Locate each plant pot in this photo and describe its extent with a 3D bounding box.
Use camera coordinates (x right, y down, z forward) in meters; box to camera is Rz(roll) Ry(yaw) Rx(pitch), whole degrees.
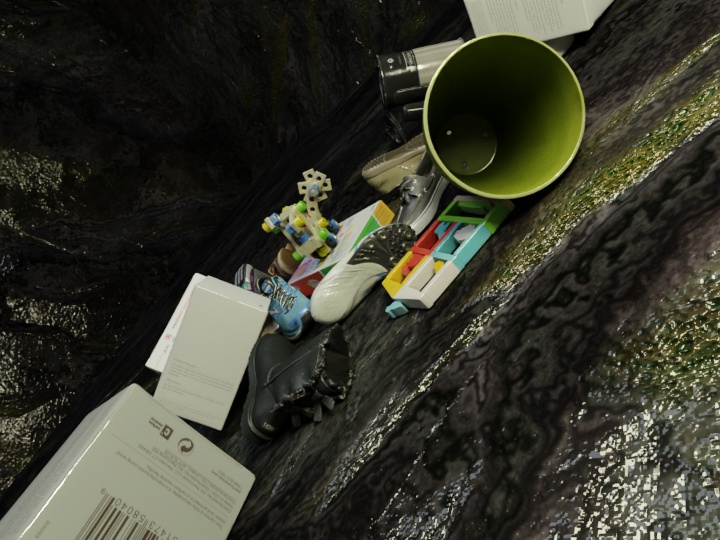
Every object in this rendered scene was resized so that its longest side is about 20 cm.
[{"bbox_3d":[0.159,-0.180,0.740,0.187,0.187,0.200,-47,4,0],"label":"plant pot"}]

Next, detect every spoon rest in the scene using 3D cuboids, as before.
[{"bbox_3d":[0.310,-0.403,1.037,0.099,0.061,0.200,-47,32,2],"label":"spoon rest"}]

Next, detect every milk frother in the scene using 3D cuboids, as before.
[{"bbox_3d":[0.139,-0.383,1.247,0.188,0.181,0.200,-11,-11,0],"label":"milk frother"}]

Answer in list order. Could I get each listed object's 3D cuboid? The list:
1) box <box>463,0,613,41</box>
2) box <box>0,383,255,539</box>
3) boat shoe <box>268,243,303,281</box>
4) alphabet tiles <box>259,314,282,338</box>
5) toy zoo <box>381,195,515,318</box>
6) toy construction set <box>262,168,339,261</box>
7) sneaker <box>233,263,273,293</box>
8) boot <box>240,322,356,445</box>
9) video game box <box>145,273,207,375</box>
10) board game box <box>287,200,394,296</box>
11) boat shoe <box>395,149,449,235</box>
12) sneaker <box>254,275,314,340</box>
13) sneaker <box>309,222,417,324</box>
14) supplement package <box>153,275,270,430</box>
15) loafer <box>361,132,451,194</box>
[{"bbox_3d":[0.308,-0.466,0.958,0.200,0.106,0.152,4,43,45],"label":"box"},{"bbox_3d":[-0.275,0.284,0.659,0.171,0.199,0.200,-31,22,39],"label":"box"},{"bbox_3d":[-0.155,-0.005,1.193,0.072,0.072,0.200,-54,12,7],"label":"boat shoe"},{"bbox_3d":[-0.200,0.116,1.125,0.196,0.015,0.200,-47,19,1],"label":"alphabet tiles"},{"bbox_3d":[0.100,-0.019,0.741,0.200,0.020,0.131,-48,19,-6],"label":"toy zoo"},{"bbox_3d":[-0.095,-0.093,1.012,0.092,0.131,0.200,-34,23,32],"label":"toy construction set"},{"bbox_3d":[-0.193,0.080,1.072,0.074,0.087,0.200,-39,44,42],"label":"sneaker"},{"bbox_3d":[-0.082,0.127,0.761,0.162,0.073,0.198,-40,26,25],"label":"boot"},{"bbox_3d":[-0.300,0.126,1.055,0.200,0.047,0.183,77,-144,-66],"label":"video game box"},{"bbox_3d":[-0.040,-0.035,1.047,0.200,0.040,0.153,-22,30,51],"label":"board game box"},{"bbox_3d":[0.095,-0.131,0.910,0.070,0.066,0.200,-18,34,55],"label":"boat shoe"},{"bbox_3d":[-0.139,0.057,0.982,0.078,0.090,0.200,-50,28,-12],"label":"sneaker"},{"bbox_3d":[0.000,0.000,0.849,0.200,0.072,0.072,-43,11,2],"label":"sneaker"},{"bbox_3d":[-0.232,0.126,0.896,0.117,0.117,0.200,-133,65,-82],"label":"supplement package"},{"bbox_3d":[0.101,-0.202,1.047,0.200,0.068,0.076,-20,30,23],"label":"loafer"}]
